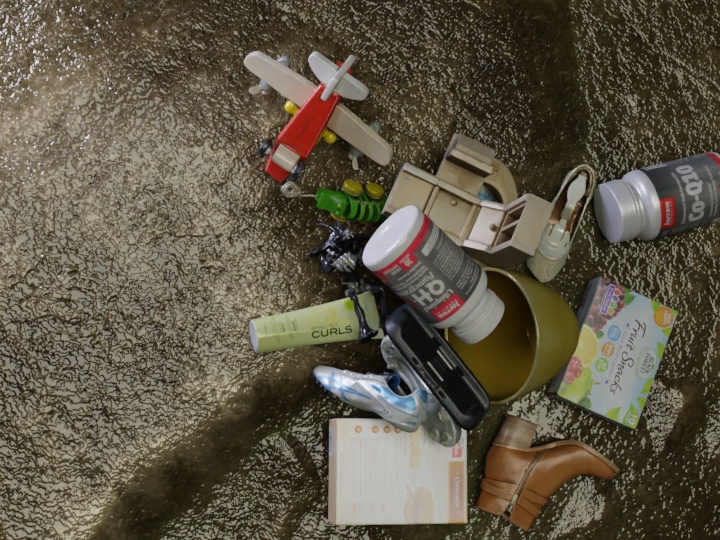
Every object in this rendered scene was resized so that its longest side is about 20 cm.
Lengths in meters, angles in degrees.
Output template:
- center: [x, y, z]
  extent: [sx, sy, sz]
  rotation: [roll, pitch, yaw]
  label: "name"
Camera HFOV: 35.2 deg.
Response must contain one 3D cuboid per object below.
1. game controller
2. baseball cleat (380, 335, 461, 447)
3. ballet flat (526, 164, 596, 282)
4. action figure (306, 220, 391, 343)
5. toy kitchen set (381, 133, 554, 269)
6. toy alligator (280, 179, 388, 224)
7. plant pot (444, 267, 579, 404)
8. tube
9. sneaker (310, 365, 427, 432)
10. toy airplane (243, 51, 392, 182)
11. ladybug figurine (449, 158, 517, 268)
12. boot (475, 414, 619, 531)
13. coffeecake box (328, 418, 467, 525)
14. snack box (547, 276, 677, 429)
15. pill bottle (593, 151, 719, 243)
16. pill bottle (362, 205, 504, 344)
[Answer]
- center: [0.111, 0.137, 1.630]
  extent: [0.200, 0.042, 0.104]
  rotation: [51, 37, 0]
  label: "game controller"
- center: [0.112, 0.167, 1.685]
  extent: [0.106, 0.070, 0.200]
  rotation: [-9, 58, -40]
  label: "baseball cleat"
- center: [0.313, -0.079, 1.782]
  extent: [0.067, 0.062, 0.201]
  rotation: [22, 80, 7]
  label: "ballet flat"
- center: [0.000, 0.000, 1.690]
  extent: [0.119, 0.102, 0.201]
  rotation: [-17, 76, -31]
  label: "action figure"
- center: [0.164, -0.123, 1.626]
  extent: [0.199, 0.180, 0.164]
  rotation: [25, 81, -6]
  label: "toy kitchen set"
- center: [-0.023, -0.098, 1.697]
  extent: [0.199, 0.054, 0.059]
  rotation: [4, 125, -33]
  label: "toy alligator"
- center: [0.244, 0.094, 1.706]
  extent: [0.142, 0.200, 0.201]
  rotation: [-2, 85, -37]
  label: "plant pot"
- center: [-0.066, 0.081, 1.706]
  extent: [0.199, 0.052, 0.058]
  rotation: [-9, 115, -18]
  label: "tube"
- center: [0.015, 0.174, 1.663]
  extent: [0.199, 0.072, 0.073]
  rotation: [19, 82, 34]
  label: "sneaker"
- center: [-0.063, -0.240, 1.687]
  extent: [0.198, 0.141, 0.201]
  rotation: [-7, 109, 15]
  label: "toy airplane"
- center: [0.169, -0.083, 1.751]
  extent: [0.135, 0.072, 0.201]
  rotation: [23, 82, -7]
  label: "ladybug figurine"
- center: [0.283, 0.325, 1.734]
  extent: [0.199, 0.077, 0.156]
  rotation: [22, 80, -5]
  label: "boot"
- center: [0.055, 0.298, 1.696]
  extent: [0.199, 0.073, 0.154]
  rotation: [2, 83, -10]
  label: "coffeecake box"
- center: [0.396, 0.129, 1.786]
  extent: [0.142, 0.053, 0.201]
  rotation: [24, 81, -9]
  label: "snack box"
- center: [0.480, -0.112, 1.791]
  extent: [0.199, 0.114, 0.114]
  rotation: [-15, 88, -12]
  label: "pill bottle"
- center: [0.108, 0.011, 1.602]
  extent: [0.200, 0.111, 0.111]
  rotation: [42, 79, -18]
  label: "pill bottle"
